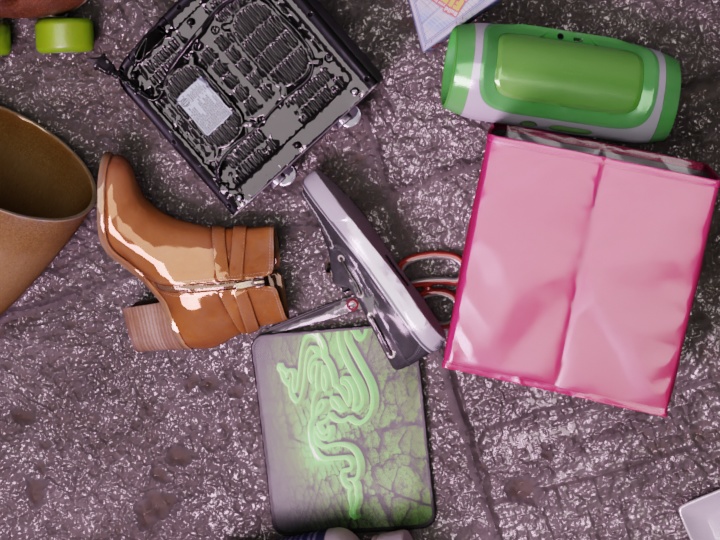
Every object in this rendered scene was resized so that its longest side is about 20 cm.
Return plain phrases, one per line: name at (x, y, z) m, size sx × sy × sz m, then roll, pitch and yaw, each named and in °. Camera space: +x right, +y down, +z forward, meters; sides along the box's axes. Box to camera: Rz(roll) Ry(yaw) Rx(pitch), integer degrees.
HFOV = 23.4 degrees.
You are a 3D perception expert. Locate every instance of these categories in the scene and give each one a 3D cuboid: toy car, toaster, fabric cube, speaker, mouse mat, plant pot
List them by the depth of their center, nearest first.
fabric cube at (0.189, -0.008, 1.498) m, size 0.199 × 0.196 × 0.200 m, roll 12°, pitch 100°, yaw 6°
speaker at (0.174, -0.164, 1.522) m, size 0.199 × 0.088 × 0.089 m, roll 8°, pitch 98°, yaw -5°
toy car at (-0.328, -0.275, 1.539) m, size 0.157 × 0.200 × 0.165 m, roll -1°, pitch 97°, yaw 9°
toaster at (-0.104, -0.176, 1.559) m, size 0.181 × 0.119 × 0.200 m, roll -42°, pitch 90°, yaw 10°
plant pot at (-0.369, -0.028, 1.601) m, size 0.186 × 0.186 × 0.200 m, roll 35°, pitch 116°, yaw 3°
mouse mat at (-0.016, 0.152, 1.637) m, size 0.160 × 0.008 × 0.201 m, roll -5°, pitch 98°, yaw 9°

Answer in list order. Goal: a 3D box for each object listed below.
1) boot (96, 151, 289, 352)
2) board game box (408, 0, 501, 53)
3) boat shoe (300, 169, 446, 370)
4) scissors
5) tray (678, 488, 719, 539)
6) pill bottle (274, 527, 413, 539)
boot at (-0.155, -0.027, 1.611) m, size 0.154 × 0.074 × 0.201 m, roll -11°, pitch 107°, yaw 11°
board game box at (0.085, -0.304, 1.546) m, size 0.200 × 0.062 × 0.200 m, roll 41°, pitch 100°, yaw 2°
boat shoe at (0.000, 0.000, 1.582) m, size 0.057 × 0.069 × 0.200 m, roll -37°, pitch 82°, yaw 10°
scissors at (0.004, 0.022, 1.622) m, size 0.199 × 0.014 × 0.074 m, roll -3°, pitch 99°, yaw 10°
tray at (0.379, 0.284, 1.591) m, size 0.107 × 0.022 × 0.201 m, roll -25°, pitch 93°, yaw 11°
pill bottle at (-0.044, 0.303, 1.607) m, size 0.199 × 0.120 × 0.120 m, roll -14°, pitch 94°, yaw 10°
